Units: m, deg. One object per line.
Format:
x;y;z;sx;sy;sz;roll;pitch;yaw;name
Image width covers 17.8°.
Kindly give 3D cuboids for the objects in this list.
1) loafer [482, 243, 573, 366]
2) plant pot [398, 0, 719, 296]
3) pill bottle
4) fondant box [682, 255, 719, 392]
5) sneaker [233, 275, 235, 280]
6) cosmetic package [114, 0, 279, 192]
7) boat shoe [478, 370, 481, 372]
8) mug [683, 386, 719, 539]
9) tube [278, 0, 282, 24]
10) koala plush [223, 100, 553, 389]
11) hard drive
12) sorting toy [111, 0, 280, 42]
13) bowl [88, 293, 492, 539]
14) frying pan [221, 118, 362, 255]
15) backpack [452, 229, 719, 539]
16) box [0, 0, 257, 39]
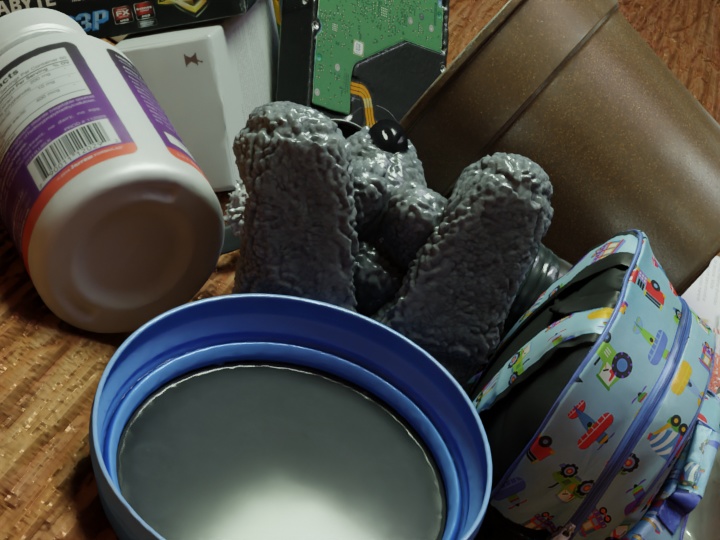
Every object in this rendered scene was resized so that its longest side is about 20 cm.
0.093;0.033;1.386;0.072;0.073;0.200;28;-10;-7;loafer
0.137;-0.068;1.447;0.198;0.200;0.200;43;20;2;plant pot
-0.161;-0.065;1.306;0.111;0.112;0.200;18;25;-37;pill bottle
0.200;0.052;1.546;0.199;0.058;0.145;21;58;-10;fondant box
0.000;0.000;1.443;0.078;0.090;0.199;44;22;28;sneaker
-0.103;-0.123;1.530;0.071;0.102;0.200;-7;16;10;cosmetic package
0.098;0.096;1.428;0.199;0.070;0.066;7;7;-45;boat shoe
0.250;0.129;1.410;0.199;0.176;0.148;15;26;-42;mug
-0.026;-0.115;1.620;0.077;0.050;0.202;7;72;-46;tube
-0.003;-0.013;1.298;0.176;0.185;0.200;13;17;-9;koala plush
0.000;-0.109;1.587;0.038;0.202;0.139;-6;-13;43;hard drive
-0.091;-0.193;1.787;0.199;0.070;0.199;29;20;-13;sorting toy
-0.035;0.094;1.127;0.199;0.040;0.201;9;41;-7;bowl
-0.044;-0.020;1.482;0.031;0.116;0.190;4;38;45;frying pan
0.122;0.087;1.220;0.134;0.200;0.183;33;38;-2;backpack
-0.158;-0.190;1.528;0.198;0.046;0.159;-9;16;12;box
